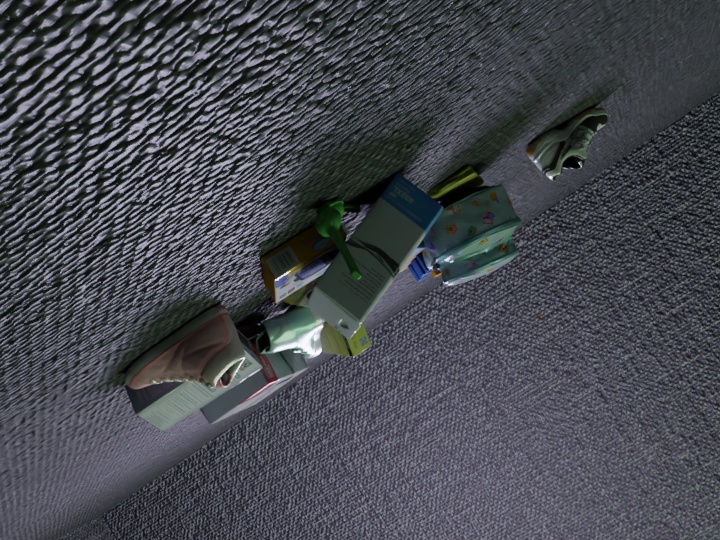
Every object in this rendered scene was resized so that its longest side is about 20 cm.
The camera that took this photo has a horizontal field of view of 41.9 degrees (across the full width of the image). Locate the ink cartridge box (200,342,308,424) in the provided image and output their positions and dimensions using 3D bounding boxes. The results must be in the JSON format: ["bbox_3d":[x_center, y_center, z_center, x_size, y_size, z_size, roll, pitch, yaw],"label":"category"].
[{"bbox_3d":[-0.201,0.194,1.721,0.145,0.085,0.200,-35,174,16],"label":"ink cartridge box"}]

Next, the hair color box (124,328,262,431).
[{"bbox_3d":[-0.269,0.172,1.528,0.199,0.061,0.099,-33,149,1],"label":"hair color box"}]

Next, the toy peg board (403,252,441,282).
[{"bbox_3d":[0.199,-0.039,2.136,0.198,0.098,0.200,-31,172,-17],"label":"toy peg board"}]

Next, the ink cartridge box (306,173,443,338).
[{"bbox_3d":[0.017,-0.017,1.316,0.201,0.083,0.145,-54,179,-14],"label":"ink cartridge box"}]

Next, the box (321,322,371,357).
[{"bbox_3d":[-0.061,0.123,1.884,0.050,0.076,0.199,-29,-165,-29],"label":"box"}]

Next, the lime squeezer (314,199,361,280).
[{"bbox_3d":[-0.024,-0.062,1.190,0.038,0.070,0.201,-58,-166,23],"label":"lime squeezer"}]

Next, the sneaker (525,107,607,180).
[{"bbox_3d":[0.403,-0.236,1.778,0.199,0.088,0.076,-32,171,-23],"label":"sneaker"}]

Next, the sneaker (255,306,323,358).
[{"bbox_3d":[-0.131,0.116,1.660,0.117,0.074,0.201,-20,159,-12],"label":"sneaker"}]

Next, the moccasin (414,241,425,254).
[{"bbox_3d":[0.049,-0.054,1.532,0.080,0.069,0.200,-26,173,11],"label":"moccasin"}]

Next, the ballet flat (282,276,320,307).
[{"bbox_3d":[-0.066,0.023,1.534,0.070,0.071,0.200,-25,169,-45],"label":"ballet flat"}]

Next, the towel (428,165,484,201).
[{"bbox_3d":[0.170,-0.147,1.643,0.085,0.018,0.200,-29,175,11],"label":"towel"}]

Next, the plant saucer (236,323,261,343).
[{"bbox_3d":[-0.249,0.148,1.678,0.199,0.037,0.200,-33,173,-4],"label":"plant saucer"}]

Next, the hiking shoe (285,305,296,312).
[{"bbox_3d":[-0.049,0.055,1.778,0.199,0.075,0.087,-31,173,-15],"label":"hiking shoe"}]

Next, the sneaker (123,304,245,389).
[{"bbox_3d":[-0.254,0.146,1.381,0.199,0.105,0.075,-34,174,16],"label":"sneaker"}]

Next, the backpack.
[{"bbox_3d":[0.194,-0.066,1.659,0.174,0.155,0.200,-22,167,-9],"label":"backpack"}]

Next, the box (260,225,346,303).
[{"bbox_3d":[-0.082,-0.011,1.349,0.118,0.042,0.200,-32,170,-10],"label":"box"}]
